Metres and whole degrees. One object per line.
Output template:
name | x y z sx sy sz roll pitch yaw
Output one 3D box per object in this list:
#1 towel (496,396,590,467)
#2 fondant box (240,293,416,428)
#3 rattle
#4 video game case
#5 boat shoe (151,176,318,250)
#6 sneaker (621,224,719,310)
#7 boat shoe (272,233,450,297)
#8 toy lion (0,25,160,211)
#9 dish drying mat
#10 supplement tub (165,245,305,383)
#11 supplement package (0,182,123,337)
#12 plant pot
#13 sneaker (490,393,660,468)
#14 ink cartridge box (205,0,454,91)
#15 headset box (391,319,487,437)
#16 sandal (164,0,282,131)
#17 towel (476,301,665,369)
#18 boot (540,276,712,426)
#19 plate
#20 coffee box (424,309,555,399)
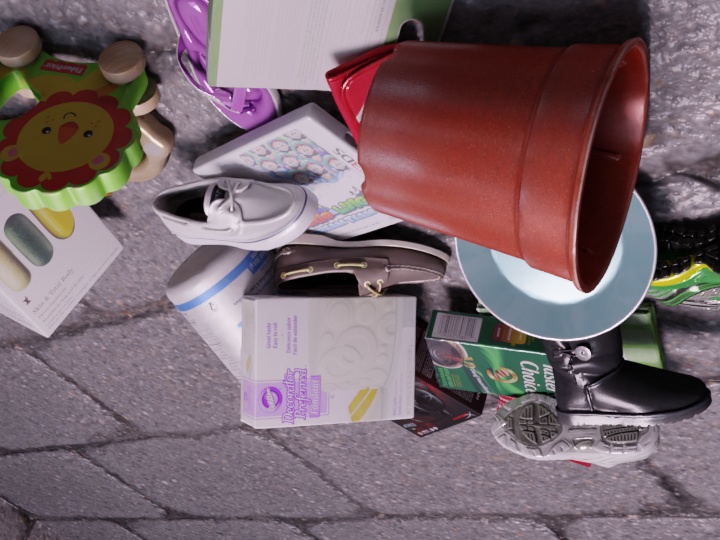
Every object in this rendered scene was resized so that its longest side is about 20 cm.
towel | 0.252 0.190 1.363 0.144 0.023 0.201 17 147 13
fondant box | -0.036 0.101 1.185 0.199 0.145 0.058 0 -177 -23
rattle | -0.302 -0.102 1.150 0.199 0.144 0.130 -20 149 40
video game case | -0.051 -0.092 1.091 0.182 0.024 0.199 33 148 -33
boat shoe | -0.137 -0.063 1.082 0.199 0.074 0.065 -6 151 33
sneaker | 0.350 -0.006 0.964 0.085 0.078 0.199 36 156 -34
boat shoe | 0.000 0.000 1.159 0.198 0.060 0.072 5 158 6
toy lion | -0.302 -0.145 1.023 0.199 0.193 0.069 12 148 16
dish drying mat | 0.035 -0.127 0.964 0.076 0.018 0.200 -25 141 5
supplement tub | -0.126 0.056 1.245 0.132 0.132 0.200 -19 116 47
supplement package | -0.428 -0.052 1.251 0.150 0.152 0.200 19 153 37
plant pot | 0.114 -0.102 0.846 0.194 0.201 0.201 14 149 24
sneaker | 0.252 0.197 1.201 0.199 0.078 0.099 2 154 28
ink cartridge box | -0.031 -0.214 0.891 0.198 0.048 0.146 0 151 -11
headset box | 0.048 0.127 1.338 0.199 0.078 0.149 31 148 -18
sandal | -0.140 -0.193 0.986 0.082 0.050 0.203 5 146 27
towel | 0.245 0.075 1.191 0.199 0.031 0.149 2 146 25
boot | 0.261 0.058 1.058 0.164 0.066 0.201 -9 105 21
plate | 0.188 -0.027 1.001 0.199 0.026 0.202 11 117 22
coffee box | 0.181 0.104 1.197 0.199 0.044 0.123 7 147 18
